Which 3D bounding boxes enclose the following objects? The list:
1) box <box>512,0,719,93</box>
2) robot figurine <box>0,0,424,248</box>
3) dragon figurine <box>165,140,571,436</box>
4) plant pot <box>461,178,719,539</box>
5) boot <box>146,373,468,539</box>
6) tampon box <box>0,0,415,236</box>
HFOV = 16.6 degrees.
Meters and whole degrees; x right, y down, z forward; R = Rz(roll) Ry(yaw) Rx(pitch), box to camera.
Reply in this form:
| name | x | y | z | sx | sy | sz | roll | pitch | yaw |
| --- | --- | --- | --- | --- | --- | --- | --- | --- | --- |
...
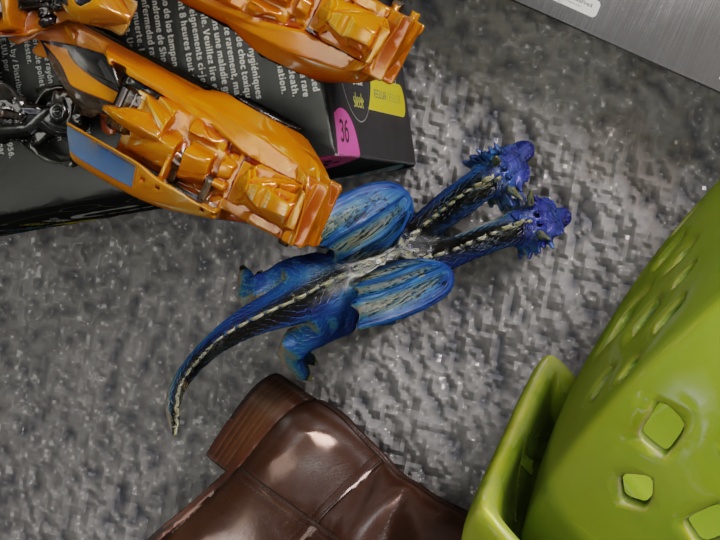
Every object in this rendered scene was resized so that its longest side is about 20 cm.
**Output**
| name | x | y | z | sx | sy | sz | roll | pitch | yaw |
| --- | --- | --- | --- | --- | --- | --- | --- | --- | --- |
| box | 0.148 | -0.163 | 1.043 | 0.199 | 0.048 | 0.159 | 26 | 99 | 12 |
| robot figurine | -0.085 | -0.098 | 0.947 | 0.199 | 0.058 | 0.146 | 27 | 97 | 11 |
| dragon figurine | 0.000 | 0.000 | 1.045 | 0.099 | 0.199 | 0.059 | -36 | 79 | 52 |
| plant pot | 0.160 | 0.089 | 0.966 | 0.181 | 0.200 | 0.199 | -40 | 96 | 21 |
| boot | -0.008 | 0.169 | 1.073 | 0.200 | 0.064 | 0.187 | 33 | 98 | 24 |
| tampon box | -0.093 | -0.091 | 1.058 | 0.199 | 0.150 | 0.127 | -9 | 89 | 15 |
